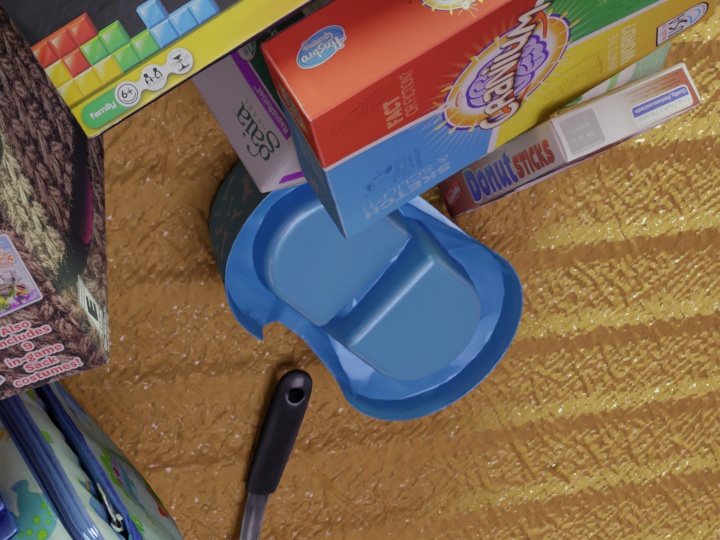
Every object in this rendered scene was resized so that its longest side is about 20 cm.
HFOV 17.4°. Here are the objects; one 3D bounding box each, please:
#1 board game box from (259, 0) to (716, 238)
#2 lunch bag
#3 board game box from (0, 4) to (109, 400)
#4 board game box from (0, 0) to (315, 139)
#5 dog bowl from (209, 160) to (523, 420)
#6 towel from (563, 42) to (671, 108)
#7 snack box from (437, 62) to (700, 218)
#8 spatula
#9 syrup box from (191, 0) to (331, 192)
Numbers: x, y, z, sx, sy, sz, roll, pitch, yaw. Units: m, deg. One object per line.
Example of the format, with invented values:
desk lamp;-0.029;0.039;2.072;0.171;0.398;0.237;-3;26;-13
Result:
board game box;0.061;-0.103;0.994;0.200;0.040;0.153;-32;163;-4
lunch bag;-0.143;0.122;1.106;0.082;0.200;0.161;-40;133;0
board game box;-0.188;-0.065;0.954;0.097;0.160;0.200;-19;135;10
board game box;-0.064;-0.173;0.896;0.200;0.057;0.166;-32;104;6
dog bowl;0.000;0.000;1.208;0.112;0.050;0.200;-46;133;6
towel;0.100;-0.143;1.141;0.200;0.023;0.153;-23;136;-43
snack box;0.096;-0.061;1.144;0.072;0.200;0.024;-25;90;-14
spatula;-0.058;0.137;1.292;0.056;0.021;0.201;5;118;-19
syrup box;0.005;-0.127;1.036;0.081;0.079;0.200;-17;157;-40
